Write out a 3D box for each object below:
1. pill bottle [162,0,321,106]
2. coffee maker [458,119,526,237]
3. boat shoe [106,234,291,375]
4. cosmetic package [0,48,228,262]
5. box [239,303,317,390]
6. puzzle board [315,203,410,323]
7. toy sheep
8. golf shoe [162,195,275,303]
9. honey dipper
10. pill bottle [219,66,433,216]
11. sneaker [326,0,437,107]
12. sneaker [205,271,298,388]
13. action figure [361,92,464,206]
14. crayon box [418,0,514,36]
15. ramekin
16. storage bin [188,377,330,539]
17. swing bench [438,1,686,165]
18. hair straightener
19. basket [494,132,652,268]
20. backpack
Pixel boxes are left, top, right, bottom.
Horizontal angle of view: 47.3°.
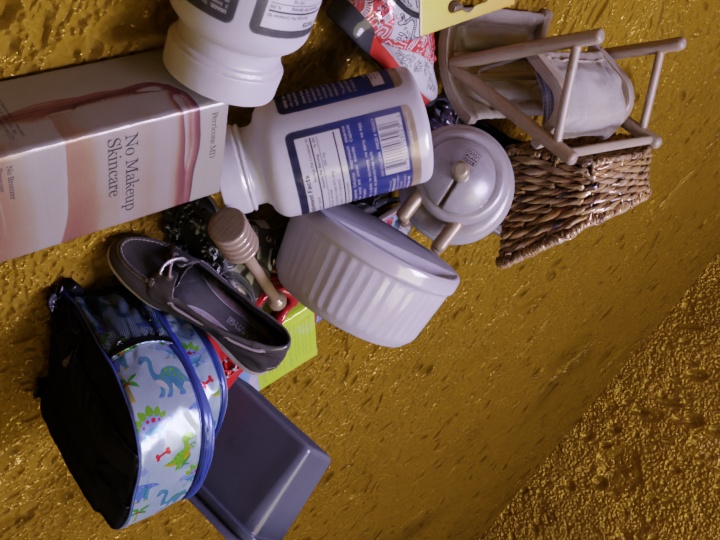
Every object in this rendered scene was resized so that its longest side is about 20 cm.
[{"bbox_3d":[-0.077,-0.232,0.605,0.115,0.116,0.202,-12,139,-44],"label":"pill bottle"},{"bbox_3d":[0.192,-0.138,1.105,0.199,0.133,0.195,7,98,-57],"label":"coffee maker"},{"bbox_3d":[-0.149,0.024,0.792,0.057,0.199,0.067,-39,-163,48],"label":"boat shoe"},{"bbox_3d":[-0.211,-0.094,0.643,0.198,0.087,0.104,-25,146,-33],"label":"cosmetic package"},{"bbox_3d":[-0.148,0.112,1.049,0.198,0.048,0.123,-31,149,-21],"label":"box"},{"bbox_3d":[0.004,-0.006,1.087,0.150,0.017,0.201,-33,160,-21],"label":"puzzle board"},{"bbox_3d":[0.100,-0.089,0.870,0.138,0.138,0.200,-44,-179,2],"label":"toy sheep"},{"bbox_3d":[-0.139,-0.034,0.855,0.095,0.077,0.201,-53,158,-23],"label":"golf shoe"},{"bbox_3d":[-0.105,0.000,0.823,0.038,0.038,0.201,-38,156,-9],"label":"honey dipper"},{"bbox_3d":[-0.039,-0.115,0.776,0.197,0.112,0.112,-14,147,-4],"label":"pill bottle"},{"bbox_3d":[0.056,-0.243,0.817,0.108,0.067,0.201,-47,150,11],"label":"sneaker"},{"bbox_3d":[-0.141,0.085,0.934,0.077,0.084,0.202,47,67,-41],"label":"sneaker"},{"bbox_3d":[0.064,-0.145,0.963,0.199,0.069,0.132,-25,138,-39],"label":"action figure"},{"bbox_3d":[0.073,-0.315,0.691,0.126,0.051,0.203,-25,125,-31],"label":"crayon box"},{"bbox_3d":[0.000,0.000,0.879,0.201,0.201,0.095,13,109,-58],"label":"ramekin"},{"bbox_3d":[-0.134,0.227,0.982,0.135,0.199,0.146,-50,152,-6],"label":"storage bin"},{"bbox_3d":[0.215,-0.214,0.912,0.197,0.199,0.132,-13,120,-43],"label":"swing bench"},{"bbox_3d":[-0.024,-0.067,0.975,0.198,0.041,0.078,-24,145,-26],"label":"hair straightener"},{"bbox_3d":[0.269,-0.081,0.990,0.199,0.141,0.152,-22,119,-51],"label":"basket"},{"bbox_3d":[-0.216,0.130,0.810,0.145,0.201,0.185,-11,138,-37],"label":"backpack"}]
